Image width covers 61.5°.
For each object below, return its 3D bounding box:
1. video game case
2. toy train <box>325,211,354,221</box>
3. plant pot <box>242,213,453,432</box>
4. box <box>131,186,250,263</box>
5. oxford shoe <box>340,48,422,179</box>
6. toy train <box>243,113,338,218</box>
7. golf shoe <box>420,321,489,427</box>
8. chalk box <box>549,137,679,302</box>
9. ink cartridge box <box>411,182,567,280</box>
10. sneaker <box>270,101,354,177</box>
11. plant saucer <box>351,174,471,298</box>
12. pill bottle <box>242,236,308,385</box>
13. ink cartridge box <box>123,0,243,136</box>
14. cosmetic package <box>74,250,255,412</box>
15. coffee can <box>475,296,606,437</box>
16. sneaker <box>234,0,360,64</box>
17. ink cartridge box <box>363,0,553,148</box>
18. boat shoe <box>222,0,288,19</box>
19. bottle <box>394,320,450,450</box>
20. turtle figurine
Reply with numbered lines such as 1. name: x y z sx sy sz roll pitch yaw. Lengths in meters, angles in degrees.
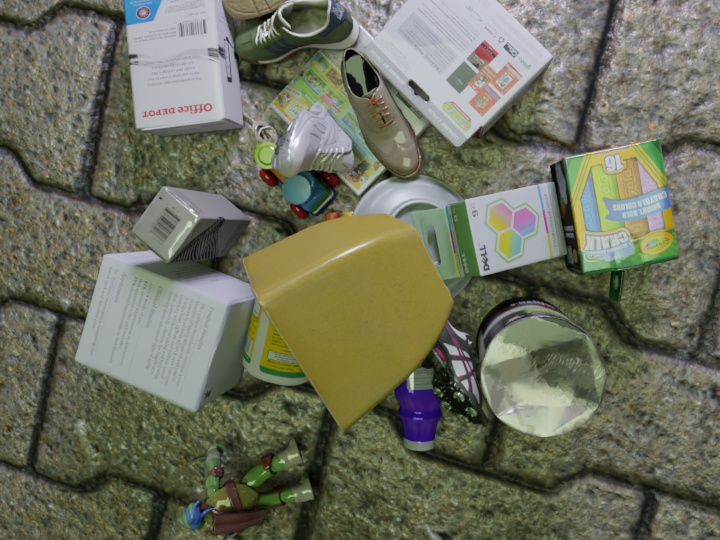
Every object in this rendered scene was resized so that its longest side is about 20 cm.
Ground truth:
1. video game case: -0.008 -0.246 0.915 0.182 0.023 0.200 -45 87 9
2. toy train: 0.000 0.000 0.913 0.200 0.056 0.150 37 99 5
3. plant pot: -0.005 0.033 0.752 0.199 0.196 0.195 -32 110 -5
4. box: -0.237 -0.065 0.876 0.068 0.200 0.082 40 100 5
5. oxford shoe: 0.022 -0.221 0.859 0.070 0.075 0.201 -31 85 9
6. toy train: -0.128 -0.168 0.893 0.085 0.116 0.200 -45 86 9
7. golf shoe: 0.135 0.134 0.841 0.088 0.077 0.200 -47 115 -27
8. chalk box: 0.341 -0.061 0.816 0.123 0.125 0.201 -11 93 11
9. ink cartridge box: 0.180 -0.051 0.832 0.199 0.059 0.104 -13 92 -20
10. sneaker: -0.053 -0.167 0.824 0.099 0.200 0.078 35 121 -7
11. plant saucer: 0.082 -0.045 0.864 0.199 0.050 0.201 1 83 -10
12. pill bottle: -0.102 0.057 0.895 0.112 0.113 0.201 16 103 8
13. ink cartridge box: -0.267 -0.315 0.923 0.145 0.084 0.201 -3 94 10
14. cosmetic package: -0.276 0.081 0.910 0.199 0.166 0.168 21 97 9
15. coffee can: 0.230 0.119 0.808 0.146 0.200 0.147 1 94 9
16. sneaker: -0.107 -0.356 0.878 0.199 0.090 0.068 -1 84 19
17. ink cartridge box: 0.133 -0.295 0.855 0.176 0.084 0.200 -44 86 8
18. boat shoe: -0.113 -0.439 0.900 0.199 0.065 0.072 -31 106 11
19. bottle: 0.090 0.162 0.898 0.083 0.065 0.201 -1 95 -21
20. turtle figurine: -0.181 0.337 0.958 0.193 0.200 0.144 -18 67 -9
